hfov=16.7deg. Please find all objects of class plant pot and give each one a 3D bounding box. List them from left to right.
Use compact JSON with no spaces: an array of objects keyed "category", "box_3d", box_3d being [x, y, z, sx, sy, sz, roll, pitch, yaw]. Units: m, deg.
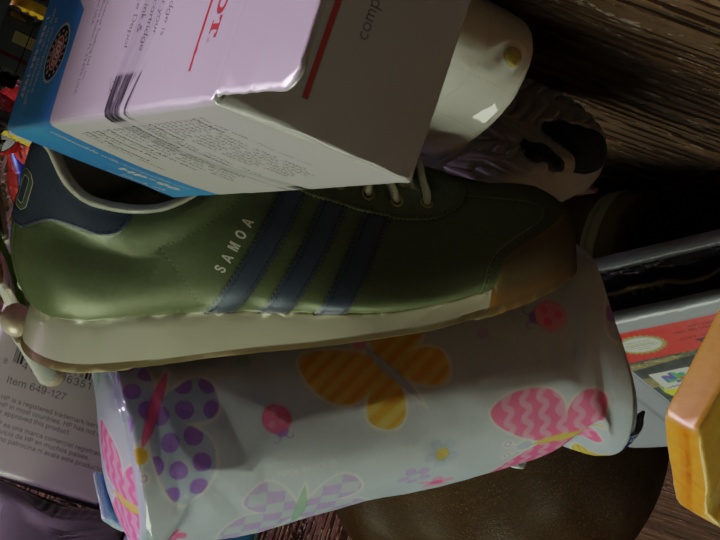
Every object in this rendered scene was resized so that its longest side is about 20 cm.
[{"category":"plant pot","box_3d":[0.052,0.056,1.208,0.187,0.187,0.200,15,165,16]}]

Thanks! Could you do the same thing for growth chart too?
[{"category":"growth chart","box_3d":[-0.164,-0.048,1.059,0.018,0.200,0.145,-16,176,-3]}]

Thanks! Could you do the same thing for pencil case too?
[{"category":"pencil case","box_3d":[0.000,0.048,0.904,0.200,0.083,0.091,-11,161,-14]}]

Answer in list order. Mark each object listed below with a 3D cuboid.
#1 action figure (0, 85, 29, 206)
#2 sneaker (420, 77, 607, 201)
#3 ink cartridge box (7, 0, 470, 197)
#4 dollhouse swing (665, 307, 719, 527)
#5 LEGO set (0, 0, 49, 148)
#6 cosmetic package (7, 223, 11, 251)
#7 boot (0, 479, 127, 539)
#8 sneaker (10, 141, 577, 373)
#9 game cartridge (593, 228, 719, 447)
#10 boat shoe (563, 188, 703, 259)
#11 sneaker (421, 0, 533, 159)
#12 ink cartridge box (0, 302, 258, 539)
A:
[{"category":"action figure","box_3d":[-0.097,-0.019,1.016,0.065,0.099,0.200,1,168,33]},{"category":"sneaker","box_3d":[0.000,0.000,0.973,0.199,0.080,0.130,-17,135,-13]},{"category":"ink cartridge box","box_3d":[-0.023,-0.087,0.723,0.068,0.116,0.200,22,170,-27]},{"category":"dollhouse swing","box_3d":[0.218,0.017,0.693,0.200,0.176,0.182,27,167,-39]},{"category":"LEGO set","box_3d":[-0.168,-0.103,0.886,0.200,0.116,0.154,26,167,-38]},{"category":"cosmetic package","box_3d":[-0.266,-0.044,1.197,0.200,0.107,0.090,50,167,-4]},{"category":"boot","box_3d":[-0.104,0.158,1.161,0.200,0.073,0.151,17,171,27]},{"category":"sneaker","box_3d":[-0.024,-0.025,0.852,0.200,0.090,0.067,-9,-157,-7]},{"category":"game cartridge","box_3d":[0.167,0.028,1.039,0.200,0.041,0.133,-14,150,33]},{"category":"boat shoe","box_3d":[0.135,0.013,1.143,0.066,0.072,0.201,18,166,34]},{"category":"sneaker","box_3d":[-0.020,-0.075,0.911,0.115,0.074,0.200,27,166,-27]},{"category":"ink cartridge box","box_3d":[-0.093,0.023,1.203,0.147,0.200,0.145,18,172,-1]}]
